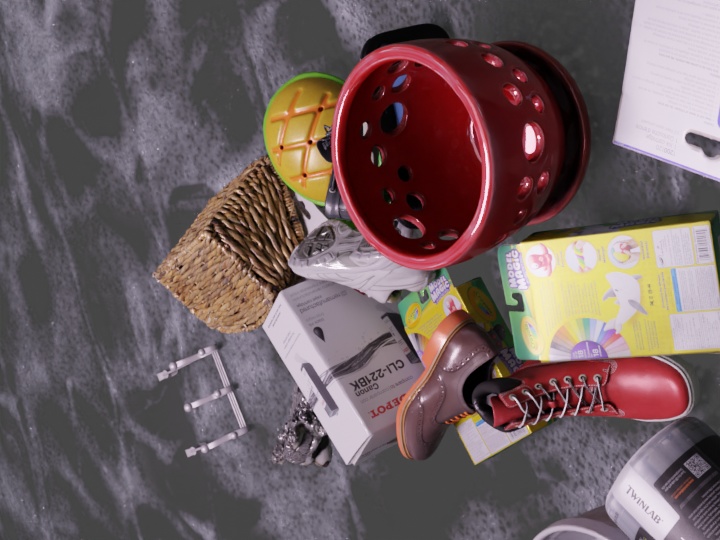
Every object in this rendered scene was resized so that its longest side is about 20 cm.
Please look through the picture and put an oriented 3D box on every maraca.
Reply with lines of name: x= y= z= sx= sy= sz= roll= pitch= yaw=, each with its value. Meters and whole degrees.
maraca: x=-0.027 y=-0.132 z=1.291 sx=0.137 sy=0.107 sz=0.200 roll=-42 pitch=86 yaw=22

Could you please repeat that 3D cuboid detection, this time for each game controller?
game controller: x=0.064 y=-0.148 z=1.163 sx=0.042 sy=0.103 sz=0.203 roll=-158 pitch=54 yaw=-75

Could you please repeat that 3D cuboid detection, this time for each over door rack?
over door rack: x=-0.258 y=0.211 z=1.780 sx=0.199 sy=0.066 sz=0.149 roll=-29 pitch=81 yaw=54

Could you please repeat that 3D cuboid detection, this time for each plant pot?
plant pot: x=0.098 y=-0.119 z=1.053 sx=0.199 sy=0.181 sz=0.203 roll=19 pitch=118 yaw=40

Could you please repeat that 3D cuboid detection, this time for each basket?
basket: x=-0.139 y=-0.024 z=1.408 sx=0.143 sy=0.150 sz=0.199 roll=42 pitch=148 yaw=-12

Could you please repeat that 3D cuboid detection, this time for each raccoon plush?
raccoon plush: x=-0.086 y=0.166 z=1.472 sx=0.200 sy=0.133 sz=0.098 roll=46 pitch=138 yaw=30

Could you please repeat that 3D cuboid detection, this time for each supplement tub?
supplement tub: x=0.320 y=0.235 z=0.979 sx=0.200 sy=0.122 sz=0.124 roll=46 pitch=137 yaw=31

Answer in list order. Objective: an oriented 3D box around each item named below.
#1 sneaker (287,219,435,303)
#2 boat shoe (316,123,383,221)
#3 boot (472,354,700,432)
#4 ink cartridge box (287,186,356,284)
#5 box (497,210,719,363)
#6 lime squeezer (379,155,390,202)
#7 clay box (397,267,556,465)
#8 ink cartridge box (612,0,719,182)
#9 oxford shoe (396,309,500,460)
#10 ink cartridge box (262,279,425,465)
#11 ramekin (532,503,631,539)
sneaker: x=0.000 y=0.000 z=1.258 sx=0.199 sy=0.078 sz=0.100 roll=2 pitch=138 yaw=48
boat shoe: x=-0.014 y=-0.126 z=1.182 sx=0.075 sy=0.065 sz=0.201 roll=72 pitch=-168 yaw=-53
boot: x=0.204 y=0.121 z=1.064 sx=0.199 sy=0.143 sz=0.073 roll=-1 pitch=103 yaw=51
ink cartridge box: x=-0.065 y=-0.025 z=1.418 sx=0.117 sy=0.067 sz=0.201 roll=49 pitch=139 yaw=30
box: x=0.224 y=0.018 z=1.013 sx=0.198 sy=0.048 sz=0.119 roll=-6 pitch=101 yaw=28
lime squeezer: x=0.029 y=-0.121 z=1.225 sx=0.071 sy=0.037 sz=0.203 roll=62 pitch=-146 yaw=-65
clay box: x=0.123 y=0.099 z=1.243 sx=0.115 sy=0.047 sz=0.202 roll=-42 pitch=70 yaw=52
ink cartridge box: x=0.298 y=-0.171 z=0.893 sx=0.197 sy=0.043 sz=0.203 roll=30 pitch=126 yaw=43
oxford shoe: x=0.092 y=0.140 z=1.203 sx=0.072 sy=0.071 sz=0.202 roll=40 pitch=134 yaw=29
ink cartridge box: x=0.001 y=0.102 z=1.318 sx=0.201 sy=0.143 sz=0.084 roll=56 pitch=146 yaw=18
ramekin: x=0.264 y=0.322 z=1.107 sx=0.199 sy=0.104 sz=0.203 roll=27 pitch=127 yaw=44
